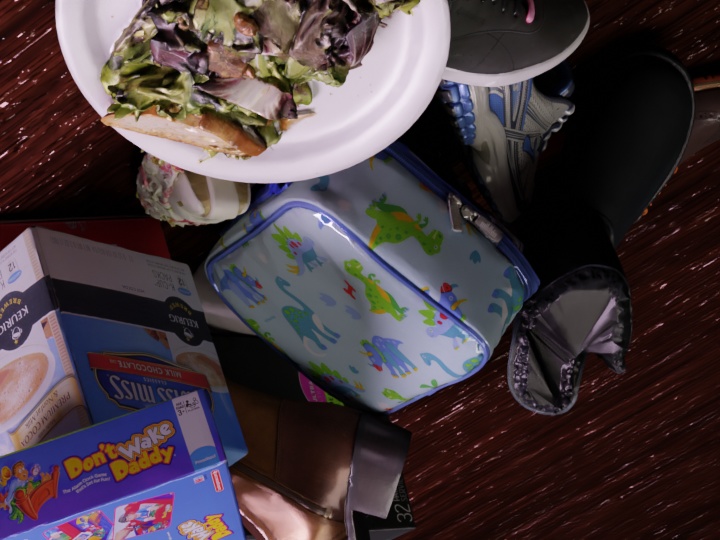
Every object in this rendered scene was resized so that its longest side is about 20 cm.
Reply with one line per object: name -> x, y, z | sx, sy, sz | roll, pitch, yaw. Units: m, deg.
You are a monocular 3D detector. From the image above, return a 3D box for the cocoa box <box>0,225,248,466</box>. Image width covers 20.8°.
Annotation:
cocoa box -> -0.189, 0.091, 1.137 | 0.199, 0.132, 0.133 | -36, 150, 27

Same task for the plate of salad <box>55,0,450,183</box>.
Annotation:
plate of salad -> -0.054, -0.113, 0.976 | 0.198, 0.048, 0.201 | 2, 133, 2

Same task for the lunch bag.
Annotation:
lunch bag -> 0.000, 0.000, 1.163 | 0.083, 0.160, 0.200 | -56, -170, -26

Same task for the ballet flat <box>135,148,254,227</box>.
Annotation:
ballet flat -> -0.077, -0.069, 1.107 | 0.075, 0.064, 0.200 | -1, 149, -26

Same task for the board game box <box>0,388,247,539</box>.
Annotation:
board game box -> -0.132, 0.147, 1.083 | 0.133, 0.045, 0.201 | -18, 152, -8

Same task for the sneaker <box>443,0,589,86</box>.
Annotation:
sneaker -> 0.058, -0.154, 1.036 | 0.198, 0.071, 0.099 | 0, 153, -31

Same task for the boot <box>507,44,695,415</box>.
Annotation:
boot -> 0.149, -0.024, 1.193 | 0.076, 0.168, 0.201 | 26, 111, -10

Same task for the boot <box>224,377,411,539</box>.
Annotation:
boot -> -0.087, 0.152, 1.235 | 0.198, 0.069, 0.190 | 17, 117, 0

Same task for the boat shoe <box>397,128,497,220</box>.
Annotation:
boat shoe -> 0.049, 0.006, 1.277 | 0.074, 0.093, 0.201 | -32, 146, -14

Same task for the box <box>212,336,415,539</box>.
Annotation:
box -> -0.084, 0.137, 1.397 | 0.199, 0.150, 0.124 | 5, 153, -43

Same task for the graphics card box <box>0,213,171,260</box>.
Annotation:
graphics card box -> -0.209, 0.040, 1.234 | 0.124, 0.051, 0.200 | -4, 151, -33

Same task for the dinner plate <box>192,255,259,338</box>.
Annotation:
dinner plate -> -0.022, 0.001, 1.343 | 0.198, 0.024, 0.201 | -19, 156, -9

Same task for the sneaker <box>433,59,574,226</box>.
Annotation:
sneaker -> 0.095, -0.094, 1.188 | 0.085, 0.077, 0.200 | -30, 157, 0

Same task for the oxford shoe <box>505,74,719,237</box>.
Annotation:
oxford shoe -> 0.187, -0.068, 1.312 | 0.198, 0.073, 0.071 | -24, 155, 5
